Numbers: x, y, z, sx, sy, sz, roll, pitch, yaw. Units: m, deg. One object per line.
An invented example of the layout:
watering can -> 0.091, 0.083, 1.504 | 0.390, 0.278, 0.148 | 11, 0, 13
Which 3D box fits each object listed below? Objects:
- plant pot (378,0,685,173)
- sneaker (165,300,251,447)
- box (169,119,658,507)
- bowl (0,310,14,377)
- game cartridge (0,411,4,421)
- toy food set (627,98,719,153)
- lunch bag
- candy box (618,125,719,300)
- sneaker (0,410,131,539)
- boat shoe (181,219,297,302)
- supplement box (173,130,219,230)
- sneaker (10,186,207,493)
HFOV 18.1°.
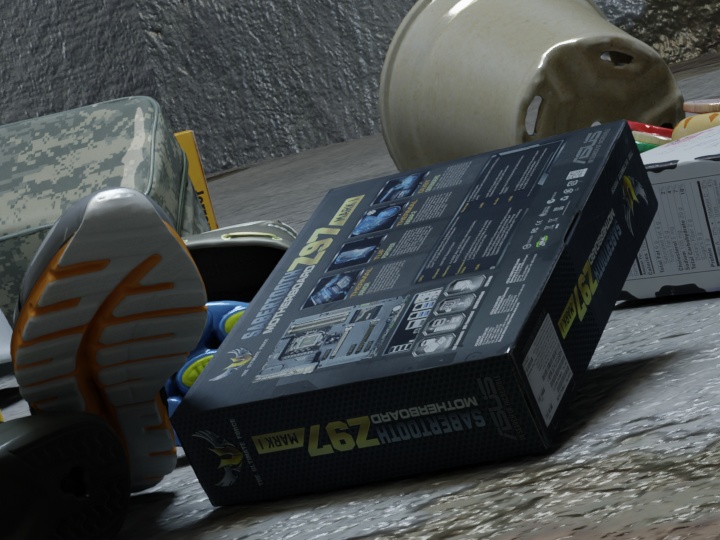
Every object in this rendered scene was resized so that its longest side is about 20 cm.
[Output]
plant pot -> 0.137, -0.116, 1.627 | 0.200, 0.201, 0.183 | -17, 17, -16
sneaker -> -0.029, 0.043, 1.101 | 0.199, 0.071, 0.083 | -17, -10, -19
box -> 0.028, 0.015, 0.958 | 0.157, 0.051, 0.200 | -12, 25, 27
bowl -> -0.324, 0.047, 1.497 | 0.200, 0.091, 0.201 | -18, -3, -1
game cartridge -> -0.310, 0.110, 1.327 | 0.199, 0.033, 0.176 | -19, 6, -11
toy food set -> 0.256, -0.083, 1.413 | 0.199, 0.049, 0.198 | -7, 8, -26
lunch bag -> -0.213, -0.019, 1.690 | 0.199, 0.168, 0.140 | -13, 43, 13
candy box -> 0.236, -0.045, 1.156 | 0.167, 0.072, 0.200 | -21, 9, -41
sneaker -> -0.194, 0.103, 0.869 | 0.114, 0.077, 0.199 | -13, 3, 40
boat shoe -> -0.135, 0.012, 1.569 | 0.201, 0.072, 0.060 | -16, 8, -3
supplement box -> -0.229, -0.027, 1.891 | 0.197, 0.133, 0.200 | -16, 5, -12
sneaker -> -0.113, 0.022, 0.941 | 0.078, 0.077, 0.200 | -6, -32, -16
